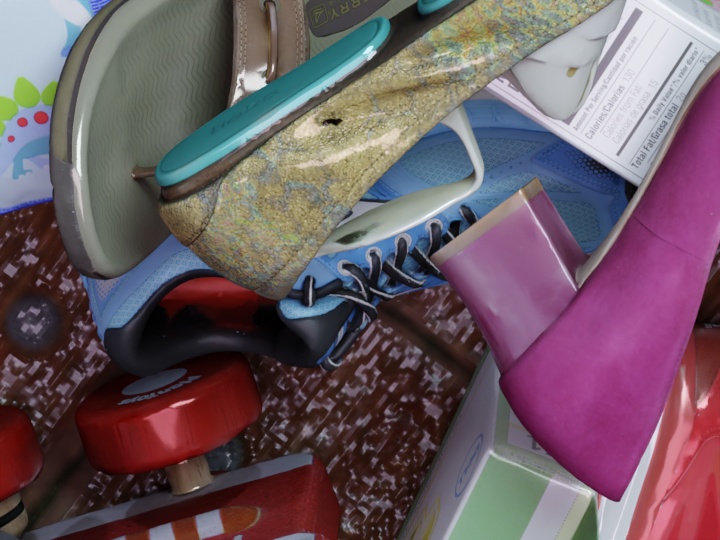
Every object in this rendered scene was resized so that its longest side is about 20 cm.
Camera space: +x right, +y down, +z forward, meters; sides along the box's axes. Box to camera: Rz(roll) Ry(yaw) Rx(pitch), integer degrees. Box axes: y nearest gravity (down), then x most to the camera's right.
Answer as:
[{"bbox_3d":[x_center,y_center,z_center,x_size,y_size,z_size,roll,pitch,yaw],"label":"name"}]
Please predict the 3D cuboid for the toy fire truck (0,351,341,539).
[{"bbox_3d":[-0.100,0.113,1.003,0.199,0.168,0.113,-15,101,5],"label":"toy fire truck"}]

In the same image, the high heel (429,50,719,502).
[{"bbox_3d":[0.122,-0.018,0.869,0.200,0.067,0.096,-35,90,25],"label":"high heel"}]

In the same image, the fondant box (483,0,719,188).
[{"bbox_3d":[0.132,-0.048,0.972,0.200,0.144,0.058,33,104,-5],"label":"fondant box"}]

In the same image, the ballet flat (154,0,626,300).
[{"bbox_3d":[0.029,-0.059,0.873,0.200,0.071,0.071,-36,99,17],"label":"ballet flat"}]

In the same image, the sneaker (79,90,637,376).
[{"bbox_3d":[0.000,0.000,1.004,0.199,0.090,0.079,-11,135,10],"label":"sneaker"}]

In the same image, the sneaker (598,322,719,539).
[{"bbox_3d":[0.129,0.119,1.044,0.115,0.078,0.201,10,104,1],"label":"sneaker"}]

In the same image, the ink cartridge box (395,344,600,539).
[{"bbox_3d":[0.034,0.124,0.972,0.048,0.200,0.146,23,115,-4],"label":"ink cartridge box"}]

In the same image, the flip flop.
[{"bbox_3d":[-0.029,-0.064,0.958,0.057,0.200,0.081,14,125,38],"label":"flip flop"}]

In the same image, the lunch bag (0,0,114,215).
[{"bbox_3d":[-0.165,-0.109,0.978,0.169,0.127,0.201,-15,93,5],"label":"lunch bag"}]
